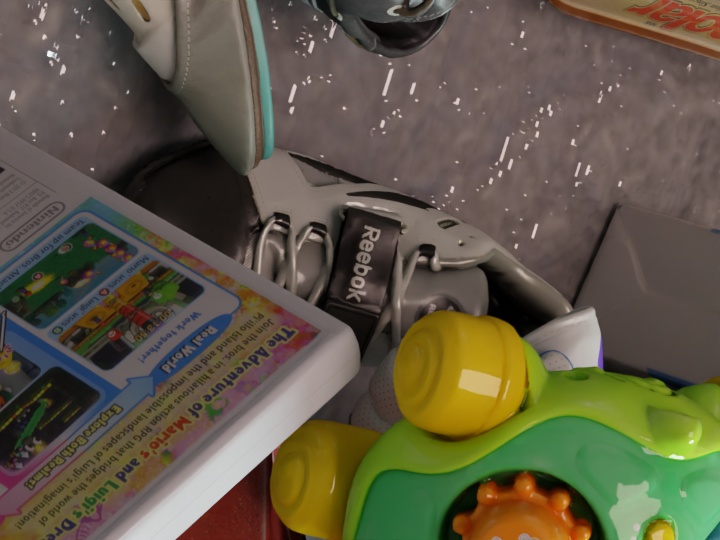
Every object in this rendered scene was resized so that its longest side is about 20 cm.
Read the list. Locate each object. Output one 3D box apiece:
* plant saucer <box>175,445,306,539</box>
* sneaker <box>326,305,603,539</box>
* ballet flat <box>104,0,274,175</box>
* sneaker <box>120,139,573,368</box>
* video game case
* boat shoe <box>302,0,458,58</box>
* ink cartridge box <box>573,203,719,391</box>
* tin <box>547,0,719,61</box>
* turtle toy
[{"bbox_3d":[-0.039,0.139,1.013,0.200,0.037,0.200,80,7,-52],"label":"plant saucer"},{"bbox_3d":[0.088,0.091,1.058,0.081,0.199,0.147,-59,162,-80],"label":"sneaker"},{"bbox_3d":[-0.069,-0.127,1.017,0.063,0.067,0.201,-9,111,-12],"label":"ballet flat"},{"bbox_3d":[0.000,0.000,1.094,0.199,0.088,0.074,7,98,-42],"label":"sneaker"},{"bbox_3d":[-0.131,0.048,0.923,0.200,0.182,0.024,-41,140,-26],"label":"video game case"},{"bbox_3d":[0.008,-0.110,1.003,0.070,0.066,0.200,-46,175,-9],"label":"boat shoe"},{"bbox_3d":[0.193,0.048,1.266,0.200,0.116,0.067,29,83,-43],"label":"ink cartridge box"},{"bbox_3d":[0.150,-0.129,1.179,0.200,0.112,0.042,12,55,-45],"label":"tin"},{"bbox_3d":[0.047,0.098,0.951,0.145,0.200,0.101,13,54,-29],"label":"turtle toy"}]
